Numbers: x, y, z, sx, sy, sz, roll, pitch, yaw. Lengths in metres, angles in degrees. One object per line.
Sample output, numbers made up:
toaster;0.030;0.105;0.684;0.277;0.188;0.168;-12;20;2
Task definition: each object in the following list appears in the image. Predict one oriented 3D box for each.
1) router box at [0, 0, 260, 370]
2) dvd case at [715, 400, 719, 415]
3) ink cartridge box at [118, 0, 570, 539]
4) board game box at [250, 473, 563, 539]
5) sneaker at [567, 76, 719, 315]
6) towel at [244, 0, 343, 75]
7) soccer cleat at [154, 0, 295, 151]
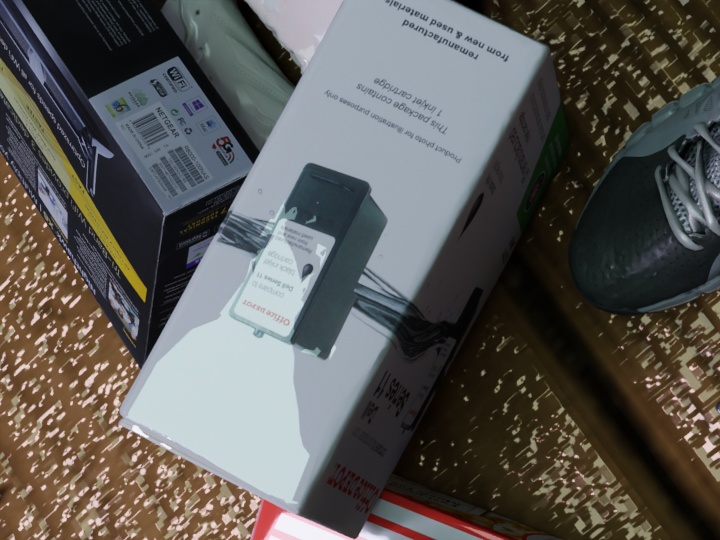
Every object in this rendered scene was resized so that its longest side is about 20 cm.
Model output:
router box;-0.122;-0.074;0.875;0.052;0.157;0.200;-28;72;-21
dvd case;0.257;0.033;0.761;0.149;0.016;0.200;46;107;21
ink cartridge box;0.000;0.000;0.785;0.083;0.147;0.200;28;85;13
board game box;0.036;0.178;0.845;0.200;0.046;0.152;18;96;25
sneaker;0.147;-0.056;0.762;0.200;0.115;0.075;-39;72;19
towel;0.004;-0.206;0.859;0.200;0.032;0.191;-40;70;3
soccer cleat;-0.068;-0.087;0.888;0.069;0.078;0.200;-31;76;21
